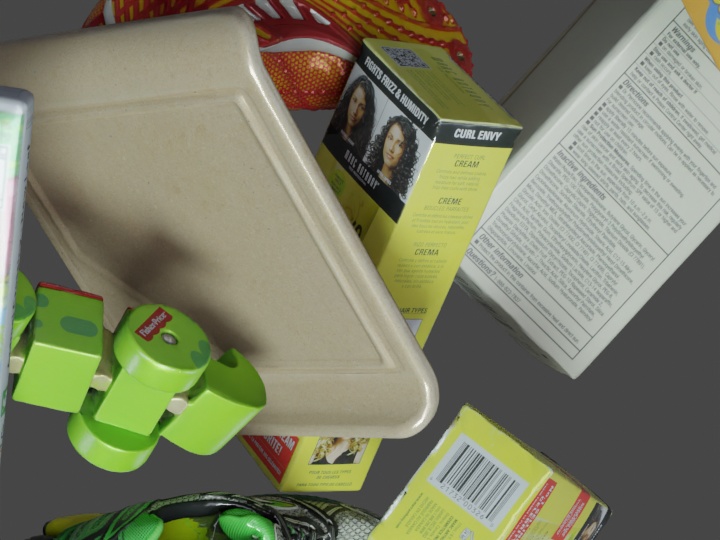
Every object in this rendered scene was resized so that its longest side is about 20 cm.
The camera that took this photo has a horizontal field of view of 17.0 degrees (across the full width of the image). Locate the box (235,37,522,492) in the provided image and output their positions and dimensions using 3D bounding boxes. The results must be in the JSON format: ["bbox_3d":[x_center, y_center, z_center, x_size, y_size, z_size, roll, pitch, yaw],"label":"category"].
[{"bbox_3d":[0.000,0.000,1.082,0.050,0.075,0.200,2,124,-37],"label":"box"}]

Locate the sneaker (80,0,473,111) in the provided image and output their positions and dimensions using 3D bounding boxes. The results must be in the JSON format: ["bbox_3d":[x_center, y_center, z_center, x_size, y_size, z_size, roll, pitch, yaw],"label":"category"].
[{"bbox_3d":[-0.039,-0.103,1.095,0.200,0.077,0.073,4,66,-31],"label":"sneaker"}]

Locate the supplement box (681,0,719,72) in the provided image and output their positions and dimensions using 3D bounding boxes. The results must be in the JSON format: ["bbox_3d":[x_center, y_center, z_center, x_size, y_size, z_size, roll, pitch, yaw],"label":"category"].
[{"bbox_3d":[0.223,-0.144,1.102,0.200,0.067,0.069,-31,92,-51],"label":"supplement box"}]

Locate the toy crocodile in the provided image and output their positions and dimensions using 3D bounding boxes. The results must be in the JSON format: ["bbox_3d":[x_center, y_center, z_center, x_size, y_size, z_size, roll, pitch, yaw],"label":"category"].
[{"bbox_3d":[-0.130,0.031,0.992,0.200,0.062,0.068,18,127,-21],"label":"toy crocodile"}]

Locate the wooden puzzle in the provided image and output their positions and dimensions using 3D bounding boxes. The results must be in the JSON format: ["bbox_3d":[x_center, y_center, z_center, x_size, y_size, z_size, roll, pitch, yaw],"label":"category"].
[{"bbox_3d":[-0.068,-0.018,1.041,0.037,0.185,0.200,-44,119,-38],"label":"wooden puzzle"}]

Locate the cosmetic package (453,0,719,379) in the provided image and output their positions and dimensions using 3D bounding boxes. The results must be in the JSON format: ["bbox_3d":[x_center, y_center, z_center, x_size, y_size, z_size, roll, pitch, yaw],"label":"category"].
[{"bbox_3d":[0.124,-0.059,1.146,0.200,0.073,0.104,-47,111,-4],"label":"cosmetic package"}]

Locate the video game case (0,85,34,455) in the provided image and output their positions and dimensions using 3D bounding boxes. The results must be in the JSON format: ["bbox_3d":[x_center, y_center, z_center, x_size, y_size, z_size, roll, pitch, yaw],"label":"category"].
[{"bbox_3d":[-0.232,0.004,0.928,0.200,0.022,0.182,9,110,2],"label":"video game case"}]

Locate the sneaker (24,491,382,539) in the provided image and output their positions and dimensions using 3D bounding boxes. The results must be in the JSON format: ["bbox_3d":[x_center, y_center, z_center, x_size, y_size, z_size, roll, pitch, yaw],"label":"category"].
[{"bbox_3d":[-0.048,0.135,1.058,0.200,0.085,0.078,0,77,-47],"label":"sneaker"}]

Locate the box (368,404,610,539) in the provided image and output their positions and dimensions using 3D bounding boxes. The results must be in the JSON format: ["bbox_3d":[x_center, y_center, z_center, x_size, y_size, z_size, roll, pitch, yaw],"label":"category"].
[{"bbox_3d":[0.064,0.115,1.098,0.050,0.200,0.075,36,88,18],"label":"box"}]
